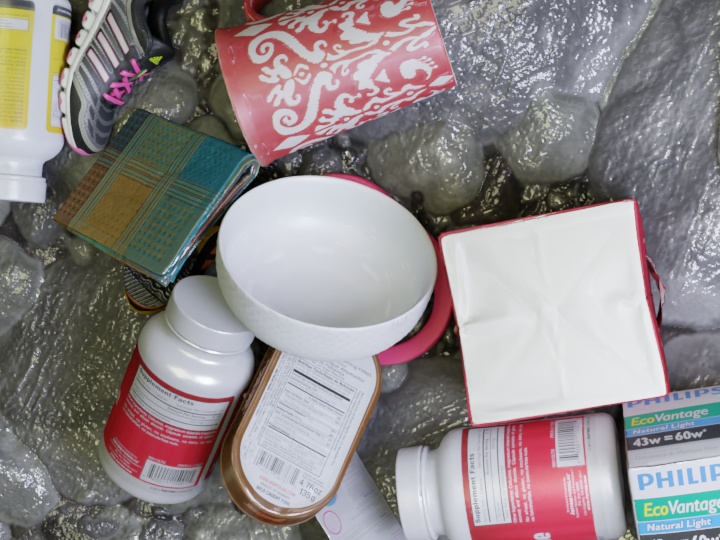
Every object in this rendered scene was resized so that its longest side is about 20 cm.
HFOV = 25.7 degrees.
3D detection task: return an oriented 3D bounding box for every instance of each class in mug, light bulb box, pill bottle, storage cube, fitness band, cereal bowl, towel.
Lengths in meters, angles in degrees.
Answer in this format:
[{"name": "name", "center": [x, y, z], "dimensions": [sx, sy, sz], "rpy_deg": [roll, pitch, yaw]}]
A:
[{"name": "mug", "center": [-0.026, -0.212, 1.462], "dimensions": [0.198, 0.133, 0.179], "rpy_deg": [-18, 88, 6]}, {"name": "light bulb box", "center": [0.336, 0.212, 1.364], "dimensions": [0.196, 0.125, 0.202], "rpy_deg": [-9, 112, 10]}, {"name": "pill bottle", "center": [-0.341, -0.169, 1.529], "dimensions": [0.111, 0.112, 0.202], "rpy_deg": [4, 91, 11]}, {"name": "storage cube", "center": [0.173, 0.037, 1.398], "dimensions": [0.198, 0.180, 0.173], "rpy_deg": [-10, 88, 10]}, {"name": "fitness band", "center": [0.000, 0.000, 1.506], "dimensions": [0.200, 0.037, 0.144], "rpy_deg": [44, 95, 7]}, {"name": "pill bottle", "center": [-0.164, 0.109, 1.463], "dimensions": [0.112, 0.112, 0.201], "rpy_deg": [30, 119, 9]}, {"name": "cereal bowl", "center": [-0.034, 0.009, 1.418], "dimensions": [0.199, 0.201, 0.084], "rpy_deg": [22, 133, 10]}, {"name": "pill bottle", "center": [0.137, 0.195, 1.432], "dimensions": [0.198, 0.112, 0.113], "rpy_deg": [-7, 89, 11]}, {"name": "towel", "center": [-0.194, -0.073, 1.476], "dimensions": [0.199, 0.022, 0.147], "rpy_deg": [24, 73, 46]}]

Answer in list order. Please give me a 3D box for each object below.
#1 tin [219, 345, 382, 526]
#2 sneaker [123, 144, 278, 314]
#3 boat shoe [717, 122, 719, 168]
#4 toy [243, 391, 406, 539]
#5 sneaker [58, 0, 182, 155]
[{"name": "tin", "center": [-0.050, 0.134, 1.425], "dimensions": [0.111, 0.042, 0.201], "rpy_deg": [31, 63, -12]}, {"name": "sneaker", "center": [-0.158, -0.039, 1.519], "dimensions": [0.070, 0.090, 0.200], "rpy_deg": [40, 71, 0]}, {"name": "boat shoe", "center": [0.361, -0.148, 1.417], "dimensions": [0.071, 0.068, 0.202], "rpy_deg": [5, 91, 11]}, {"name": "toy", "center": [-0.041, 0.195, 1.481], "dimensions": [0.047, 0.115, 0.201], "rpy_deg": [-30, 86, 30]}, {"name": "sneaker", "center": [-0.227, -0.205, 1.527], "dimensions": [0.087, 0.074, 0.202], "rpy_deg": [16, 88, 16]}]
